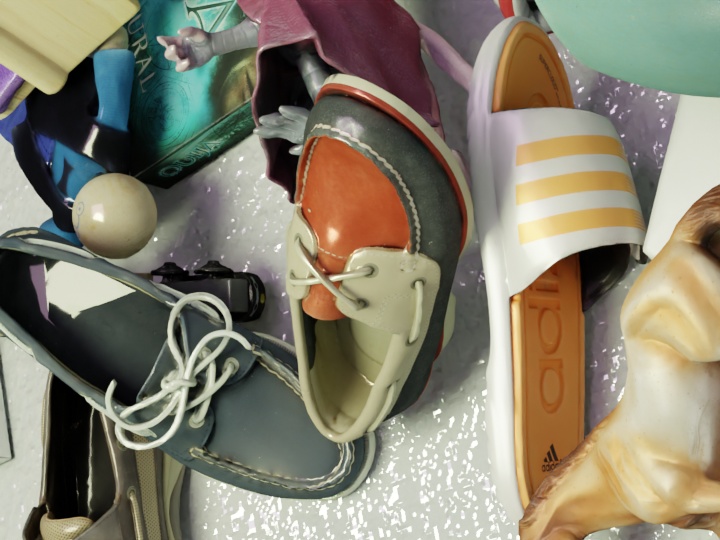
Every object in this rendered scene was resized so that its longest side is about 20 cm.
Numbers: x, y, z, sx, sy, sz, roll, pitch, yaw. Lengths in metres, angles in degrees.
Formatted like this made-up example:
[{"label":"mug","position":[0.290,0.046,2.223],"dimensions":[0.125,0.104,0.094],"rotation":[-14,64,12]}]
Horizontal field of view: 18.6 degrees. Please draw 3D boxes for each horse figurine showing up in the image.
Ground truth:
[{"label":"horse figurine","position":[0.133,0.047,0.808],"dimensions":[0.132,0.050,0.201],"rotation":[23,114,33]}]

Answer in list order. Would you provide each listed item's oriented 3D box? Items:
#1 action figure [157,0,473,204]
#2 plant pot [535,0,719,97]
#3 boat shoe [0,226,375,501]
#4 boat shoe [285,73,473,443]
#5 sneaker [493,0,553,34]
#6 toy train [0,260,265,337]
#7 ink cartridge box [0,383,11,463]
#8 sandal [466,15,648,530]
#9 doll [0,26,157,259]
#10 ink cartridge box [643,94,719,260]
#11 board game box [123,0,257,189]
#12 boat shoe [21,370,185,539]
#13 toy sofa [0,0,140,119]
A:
[{"label":"action figure","position":[-0.010,-0.128,0.940],"dimensions":[0.134,0.148,0.201],"rotation":[103,165,-54]},{"label":"plant pot","position":[0.138,-0.150,0.763],"dimensions":[0.160,0.200,0.201],"rotation":[-16,70,25]},{"label":"boat shoe","position":[-0.086,0.041,0.972],"dimensions":[0.200,0.062,0.075],"rotation":[34,92,9]},{"label":"boat shoe","position":[0.000,0.000,0.876],"dimensions":[0.071,0.200,0.063],"rotation":[32,65,20]},{"label":"sneaker","position":[0.110,-0.184,0.886],"dimensions":[0.200,0.071,0.113],"rotation":[-53,38,28]},{"label":"toy train","position":[-0.127,0.015,1.071],"dimensions":[0.199,0.046,0.034],"rotation":[-2,86,37]},{"label":"ink cartridge box","position":[-0.243,0.021,1.173],"dimensions":[0.099,0.039,0.201],"rotation":[-25,67,34]},{"label":"sandal","position":[0.088,0.001,0.878],"dimensions":[0.059,0.079,0.208],"rotation":[-4,89,32]},{"label":"doll","position":[-0.146,-0.065,1.079],"dimensions":[0.200,0.048,0.137],"rotation":[49,127,48]},{"label":"ink cartridge box","position":[0.194,0.009,0.805],"dimensions":[0.200,0.043,0.174],"rotation":[13,88,41]},{"label":"board game box","position":[-0.078,-0.159,1.078],"dimensions":[0.135,0.028,0.201],"rotation":[-31,62,32]},{"label":"boat shoe","position":[-0.125,0.128,1.026],"dimensions":[0.074,0.073,0.201],"rotation":[-15,71,37]},{"label":"toy sofa","position":[-0.186,-0.175,1.074],"dimensions":[0.097,0.083,0.200],"rotation":[-37,46,18]}]
